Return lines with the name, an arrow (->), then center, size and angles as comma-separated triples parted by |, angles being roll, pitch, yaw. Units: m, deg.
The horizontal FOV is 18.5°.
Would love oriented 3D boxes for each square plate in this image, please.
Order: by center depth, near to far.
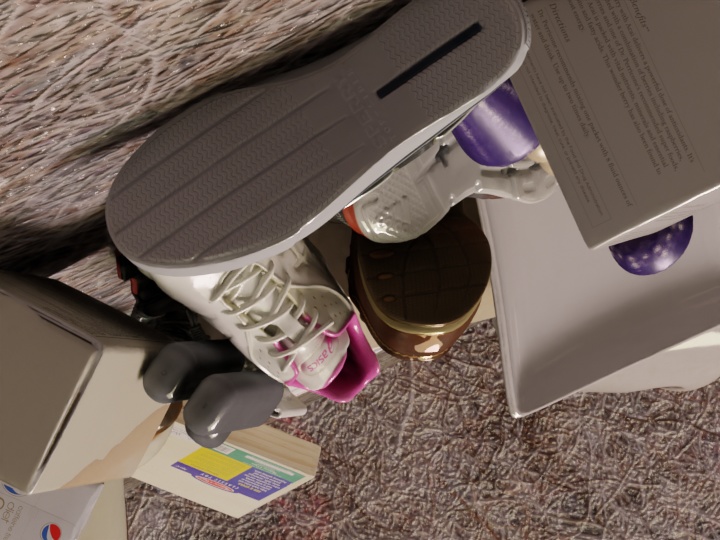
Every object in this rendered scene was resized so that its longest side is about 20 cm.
square plate -> 0.148, -0.040, 1.291 | 0.199, 0.200, 0.028 | -22, -157, -26

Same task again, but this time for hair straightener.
hair straightener -> -0.112, 0.028, 1.247 | 0.041, 0.077, 0.200 | -27, 175, -15

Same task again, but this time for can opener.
can opener -> -0.071, 0.070, 1.166 | 0.067, 0.052, 0.200 | -55, 171, 1

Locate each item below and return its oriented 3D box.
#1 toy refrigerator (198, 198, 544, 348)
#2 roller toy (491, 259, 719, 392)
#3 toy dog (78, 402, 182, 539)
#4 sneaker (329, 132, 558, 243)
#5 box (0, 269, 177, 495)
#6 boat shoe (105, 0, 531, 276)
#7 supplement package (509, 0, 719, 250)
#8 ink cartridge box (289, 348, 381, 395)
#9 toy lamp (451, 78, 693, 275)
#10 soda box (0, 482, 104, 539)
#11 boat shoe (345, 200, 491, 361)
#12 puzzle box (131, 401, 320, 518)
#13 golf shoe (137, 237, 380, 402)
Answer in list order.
toy refrigerator -> 0.000, 0.000, 1.309 | 0.198, 0.070, 0.076 | -14, 153, -17
roller toy -> 0.168, -0.008, 1.468 | 0.139, 0.201, 0.183 | 1, 141, -26
toy dog -> -0.187, 0.137, 1.426 | 0.201, 0.193, 0.139 | -67, -165, 1
sneaker -> 0.038, -0.068, 1.165 | 0.081, 0.078, 0.199 | 6, -164, 40
box -> -0.157, 0.052, 1.092 | 0.078, 0.094, 0.200 | -63, 171, 1
boat shoe -> -0.013, -0.054, 0.948 | 0.199, 0.073, 0.071 | -27, 170, 3
supplement package -> 0.184, -0.108, 1.039 | 0.199, 0.122, 0.120 | -27, 174, 24
ink cartridge box -> -0.049, 0.040, 1.574 | 0.145, 0.085, 0.200 | -20, 173, -33
toy lamp -> 0.103, -0.056, 1.137 | 0.058, 0.059, 0.200 | -27, 142, 25
soda box -> -0.199, 0.108, 1.228 | 0.064, 0.068, 0.200 | -63, -162, 2
boat shoe -> 0.027, 0.001, 1.182 | 0.071, 0.068, 0.200 | 7, -155, -6
puzzle box -> -0.143, 0.118, 1.574 | 0.199, 0.026, 0.133 | 24, 151, -21
golf shoe -> -0.046, 0.010, 1.116 | 0.075, 0.092, 0.200 | -45, 153, 5
